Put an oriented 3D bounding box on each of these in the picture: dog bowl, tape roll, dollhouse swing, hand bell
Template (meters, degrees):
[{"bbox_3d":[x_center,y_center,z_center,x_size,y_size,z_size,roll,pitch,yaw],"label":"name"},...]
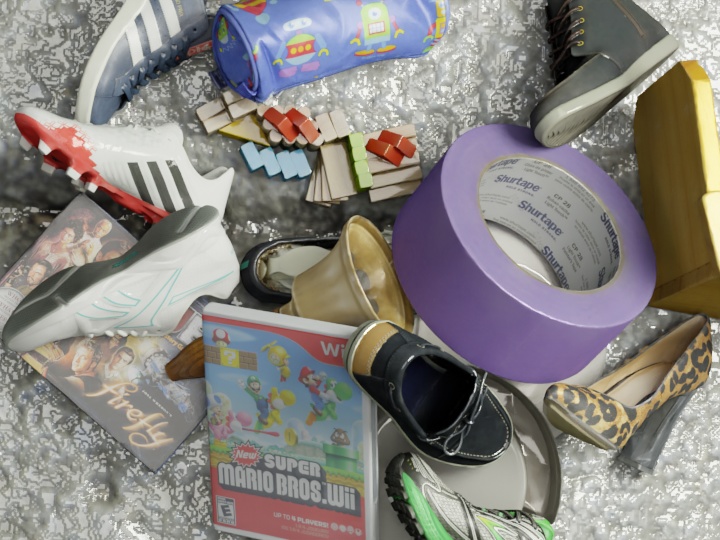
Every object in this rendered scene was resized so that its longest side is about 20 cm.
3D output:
[{"bbox_3d":[0.062,0.170,1.606,0.200,0.059,0.200,0,94,-3],"label":"dog bowl"},{"bbox_3d":[0.131,-0.015,1.572,0.200,0.085,0.200,19,46,-21],"label":"tape roll"},{"bbox_3d":[0.317,-0.058,1.593,0.181,0.200,0.176,10,80,-6],"label":"dollhouse swing"},{"bbox_3d":[-0.068,0.043,1.555,0.200,0.104,0.104,-24,89,21],"label":"hand bell"}]

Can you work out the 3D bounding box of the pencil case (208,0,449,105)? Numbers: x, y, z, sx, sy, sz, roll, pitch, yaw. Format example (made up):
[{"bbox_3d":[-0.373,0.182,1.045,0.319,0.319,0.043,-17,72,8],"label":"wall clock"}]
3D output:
[{"bbox_3d":[-0.024,-0.195,1.601,0.200,0.078,0.087,-19,100,-23],"label":"pencil case"}]

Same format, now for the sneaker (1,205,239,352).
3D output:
[{"bbox_3d":[-0.188,0.026,1.560,0.200,0.070,0.080,-25,118,2],"label":"sneaker"}]

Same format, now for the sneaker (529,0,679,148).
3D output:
[{"bbox_3d":[0.173,-0.177,1.620,0.106,0.075,0.200,47,42,6],"label":"sneaker"}]

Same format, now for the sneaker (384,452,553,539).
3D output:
[{"bbox_3d":[0.098,0.210,1.553,0.200,0.078,0.085,44,84,-15],"label":"sneaker"}]

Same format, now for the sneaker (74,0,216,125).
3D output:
[{"bbox_3d":[-0.160,-0.187,1.609,0.084,0.075,0.200,28,83,1],"label":"sneaker"}]

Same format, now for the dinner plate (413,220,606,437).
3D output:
[{"bbox_3d":[0.112,0.057,1.650,0.200,0.024,0.201,0,87,-5],"label":"dinner plate"}]

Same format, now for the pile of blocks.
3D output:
[{"bbox_3d":[-0.041,-0.101,1.623,0.200,0.062,0.082,12,85,-5],"label":"pile of blocks"}]

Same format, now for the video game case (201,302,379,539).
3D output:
[{"bbox_3d":[-0.054,0.128,1.538,0.143,0.017,0.200,9,116,22],"label":"video game case"}]

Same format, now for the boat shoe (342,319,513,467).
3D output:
[{"bbox_3d":[0.063,0.102,1.496,0.200,0.062,0.075,41,77,-45],"label":"boat shoe"}]

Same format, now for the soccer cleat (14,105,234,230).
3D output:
[{"bbox_3d":[-0.188,-0.093,1.579,0.200,0.069,0.085,32,80,-30],"label":"soccer cleat"}]

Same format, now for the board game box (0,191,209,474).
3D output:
[{"bbox_3d":[-0.199,0.051,1.609,0.200,0.035,0.136,41,83,-2],"label":"board game box"}]

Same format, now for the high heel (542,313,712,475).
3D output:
[{"bbox_3d":[0.217,0.077,1.593,0.071,0.200,0.143,23,86,37],"label":"high heel"}]

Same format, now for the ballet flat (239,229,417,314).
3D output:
[{"bbox_3d":[0.000,0.000,1.605,0.200,0.073,0.073,0,86,1],"label":"ballet flat"}]
